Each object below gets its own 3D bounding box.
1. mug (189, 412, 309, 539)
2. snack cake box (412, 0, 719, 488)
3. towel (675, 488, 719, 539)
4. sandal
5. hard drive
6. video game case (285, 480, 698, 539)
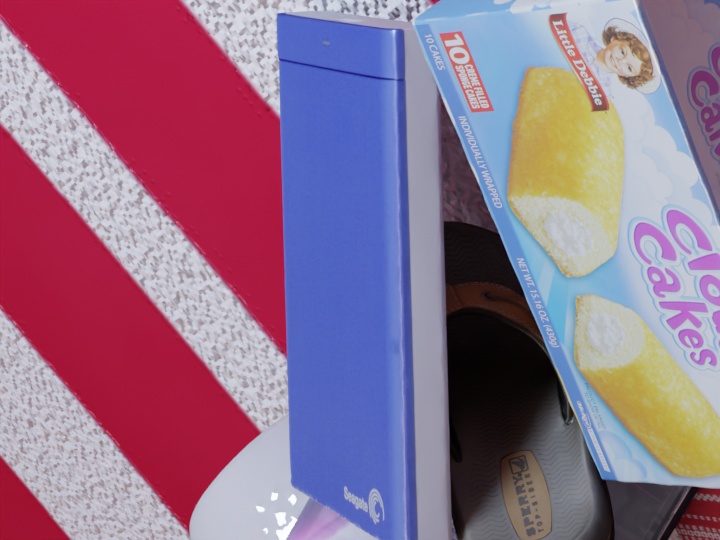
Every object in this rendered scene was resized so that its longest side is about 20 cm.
[{"bbox_3d":[0.007,0.163,1.282,0.175,0.148,0.200,47,158,14],"label":"mug"},{"bbox_3d":[0.113,-0.021,0.993,0.115,0.067,0.200,0,119,51],"label":"snack cake box"},{"bbox_3d":[0.188,0.112,1.116,0.144,0.022,0.200,1,127,51],"label":"towel"},{"bbox_3d":[0.047,0.046,1.089,0.200,0.082,0.055,-102,-13,-44],"label":"sandal"},{"bbox_3d":[0.000,0.000,1.090,0.132,0.025,0.200,-160,66,-67],"label":"hard drive"},{"bbox_3d":[0.036,0.134,1.158,0.143,0.019,0.200,34,103,22],"label":"video game case"}]
